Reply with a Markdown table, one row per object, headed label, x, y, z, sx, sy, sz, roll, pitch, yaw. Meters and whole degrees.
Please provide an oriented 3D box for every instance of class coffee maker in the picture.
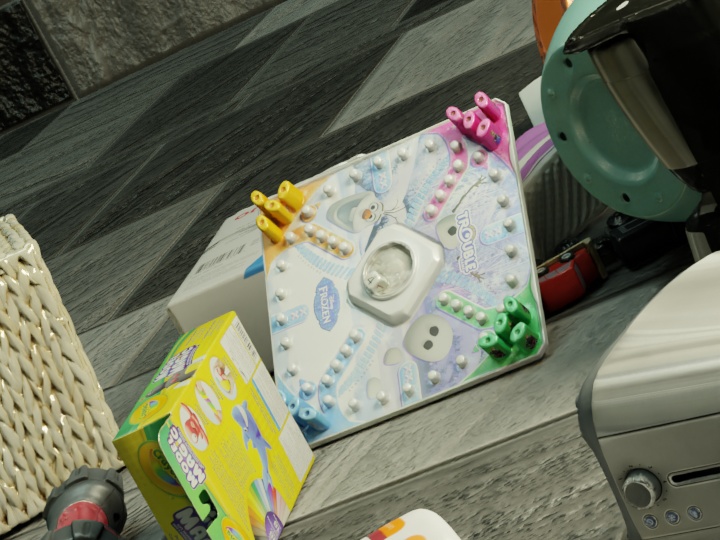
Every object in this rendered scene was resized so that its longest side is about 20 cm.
| label | x | y | z | sx | sy | sz | roll | pitch | yaw |
| --- | --- | --- | --- | --- | --- | --- | --- | --- | --- |
| coffee maker | 0.237 | -0.084 | 1.494 | 0.135 | 0.200 | 0.192 | -36 | 13 | -22 |

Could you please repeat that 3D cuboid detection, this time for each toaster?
| label | x | y | z | sx | sy | sz | roll | pitch | yaw |
| --- | --- | --- | --- | --- | --- | --- | --- | --- | --- |
| toaster | 0.204 | 0.052 | 1.249 | 0.129 | 0.114 | 0.200 | -12 | 19 | 40 |

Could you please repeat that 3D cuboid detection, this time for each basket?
| label | x | y | z | sx | sy | sz | roll | pitch | yaw |
| --- | --- | --- | --- | --- | --- | --- | --- | --- | --- |
| basket | -0.286 | 0.083 | 1.960 | 0.160 | 0.201 | 0.198 | -24 | 13 | -9 |

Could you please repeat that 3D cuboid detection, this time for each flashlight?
| label | x | y | z | sx | sy | sz | roll | pitch | yaw |
| --- | --- | --- | --- | --- | --- | --- | --- | --- | --- |
| flashlight | -0.174 | 0.170 | 1.678 | 0.067 | 0.068 | 0.200 | 2 | 12 | -3 |

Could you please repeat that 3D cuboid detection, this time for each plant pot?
| label | x | y | z | sx | sy | sz | roll | pitch | yaw |
| --- | --- | --- | --- | --- | --- | --- | --- | --- | --- |
| plant pot | 0.212 | -0.123 | 1.677 | 0.161 | 0.201 | 0.200 | -33 | 14 | -33 |

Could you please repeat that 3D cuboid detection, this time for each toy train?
| label | x | y | z | sx | sy | sz | roll | pitch | yaw |
| --- | --- | --- | --- | --- | --- | --- | --- | --- | --- |
| toy train | 0.131 | 0.007 | 1.745 | 0.199 | 0.034 | 0.046 | -29 | 25 | -5 |

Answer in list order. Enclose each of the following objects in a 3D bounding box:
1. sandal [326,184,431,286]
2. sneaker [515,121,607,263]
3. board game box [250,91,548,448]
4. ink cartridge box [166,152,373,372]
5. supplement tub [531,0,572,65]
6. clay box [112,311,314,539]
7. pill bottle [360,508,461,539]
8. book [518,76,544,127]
| label | x | y | z | sx | sy | sz | roll | pitch | yaw |
| --- | --- | --- | --- | --- | --- | --- | --- | --- | --- |
| sandal | -0.002 | 0.000 | 1.815 | 0.203 | 0.050 | 0.082 | -54 | -9 | 10 |
| sneaker | 0.098 | -0.031 | 1.818 | 0.200 | 0.073 | 0.114 | -38 | 18 | 7 |
| board game box | 0.019 | -0.001 | 1.739 | 0.199 | 0.026 | 0.201 | -23 | 55 | 23 |
| ink cartridge box | -0.048 | -0.001 | 2.021 | 0.144 | 0.084 | 0.200 | -23 | 15 | 19 |
| supplement tub | 0.238 | -0.203 | 1.994 | 0.199 | 0.123 | 0.123 | -9 | 10 | -12 |
| clay box | -0.089 | 0.115 | 1.601 | 0.047 | 0.115 | 0.200 | -24 | 13 | 18 |
| pill bottle | -0.027 | 0.200 | 1.154 | 0.199 | 0.113 | 0.113 | -30 | 13 | -7 |
| book | 0.203 | -0.141 | 2.144 | 0.133 | 0.048 | 0.200 | -28 | 16 | 5 |
